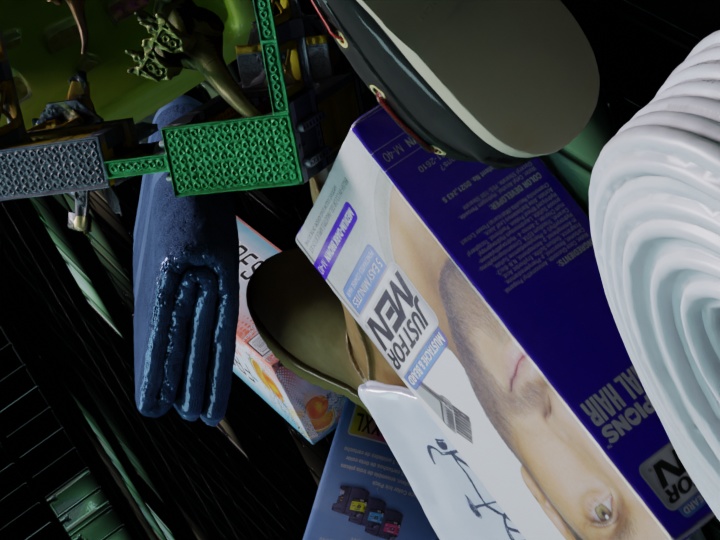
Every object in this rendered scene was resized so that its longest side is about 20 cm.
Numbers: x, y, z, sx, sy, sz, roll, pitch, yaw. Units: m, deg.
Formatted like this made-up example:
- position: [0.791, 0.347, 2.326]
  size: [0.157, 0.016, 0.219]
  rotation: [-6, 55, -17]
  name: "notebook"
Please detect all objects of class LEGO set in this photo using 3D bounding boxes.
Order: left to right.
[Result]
- position: [-0.079, -0.102, 0.859]
  size: [0.116, 0.199, 0.155]
  rotation: [-42, -64, -63]
  name: "LEGO set"

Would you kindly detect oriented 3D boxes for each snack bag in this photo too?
- position: [0.094, 0.134, 0.972]
  size: [0.199, 0.021, 0.189]
  rotation: [12, 139, 46]
  name: "snack bag"

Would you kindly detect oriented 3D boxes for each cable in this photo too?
- position: [0.140, 0.028, 0.572]
  size: [0.200, 0.069, 0.200]
  rotation: [54, 166, 5]
  name: "cable"

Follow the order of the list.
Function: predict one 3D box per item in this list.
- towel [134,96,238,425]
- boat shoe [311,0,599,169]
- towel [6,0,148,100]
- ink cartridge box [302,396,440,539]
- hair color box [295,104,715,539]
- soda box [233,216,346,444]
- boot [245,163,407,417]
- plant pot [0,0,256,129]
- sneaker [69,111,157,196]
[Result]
- position: [-0.094, -0.011, 1.120]
  size: [0.200, 0.048, 0.112]
  rotation: [-102, 20, -61]
  name: "towel"
- position: [0.000, -0.119, 0.686]
  size: [0.202, 0.074, 0.063]
  rotation: [53, 159, -12]
  name: "boat shoe"
- position: [-0.186, -0.151, 1.099]
  size: [0.200, 0.143, 0.023]
  rotation: [50, 151, 23]
  name: "towel"
- position: [0.000, 0.181, 1.121]
  size: [0.076, 0.201, 0.137]
  rotation: [14, 155, 4]
  name: "ink cartridge box"
- position: [0.064, 0.029, 0.814]
  size: [0.200, 0.065, 0.109]
  rotation: [51, 155, 10]
  name: "hair color box"
- position: [-0.062, 0.027, 1.270]
  size: [0.200, 0.063, 0.069]
  rotation: [38, 158, 53]
  name: "soda box"
- position: [0.000, 0.000, 1.007]
  size: [0.175, 0.066, 0.200]
  rotation: [34, 159, 25]
  name: "boot"
- position: [-0.189, -0.173, 0.963]
  size: [0.182, 0.199, 0.200]
  rotation: [49, 167, 45]
  name: "plant pot"
- position: [-0.158, -0.093, 1.271]
  size: [0.074, 0.081, 0.200]
  rotation: [51, 166, 12]
  name: "sneaker"
